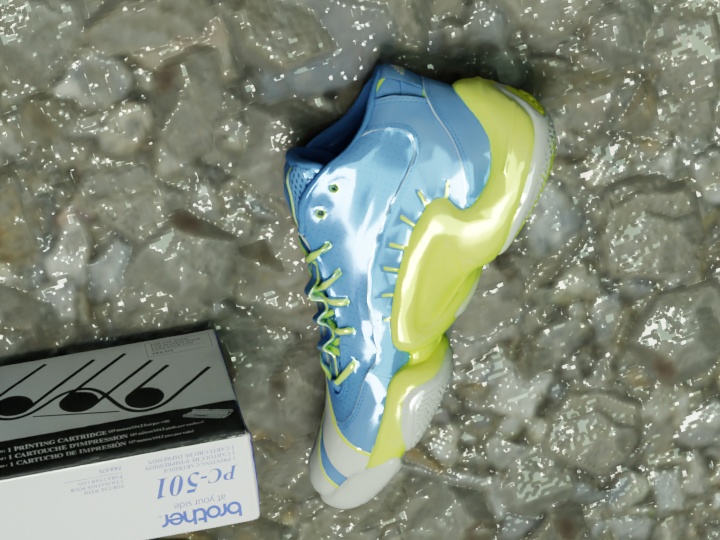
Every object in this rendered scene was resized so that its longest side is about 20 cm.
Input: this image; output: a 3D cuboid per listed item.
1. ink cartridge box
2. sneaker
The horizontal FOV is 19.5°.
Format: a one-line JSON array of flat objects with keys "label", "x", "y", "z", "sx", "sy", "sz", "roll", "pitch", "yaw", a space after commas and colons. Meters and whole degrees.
[{"label": "ink cartridge box", "x": -0.149, "y": 0.081, "z": 0.877, "sx": 0.198, "sy": 0.094, "sz": 0.045, "roll": -10, "pitch": 117, "yaw": -8}, {"label": "sneaker", "x": 0.000, "y": 0.000, "z": 0.904, "sx": 0.104, "sy": 0.076, "sz": 0.201, "roll": 24, "pitch": 101, "yaw": -10}]
